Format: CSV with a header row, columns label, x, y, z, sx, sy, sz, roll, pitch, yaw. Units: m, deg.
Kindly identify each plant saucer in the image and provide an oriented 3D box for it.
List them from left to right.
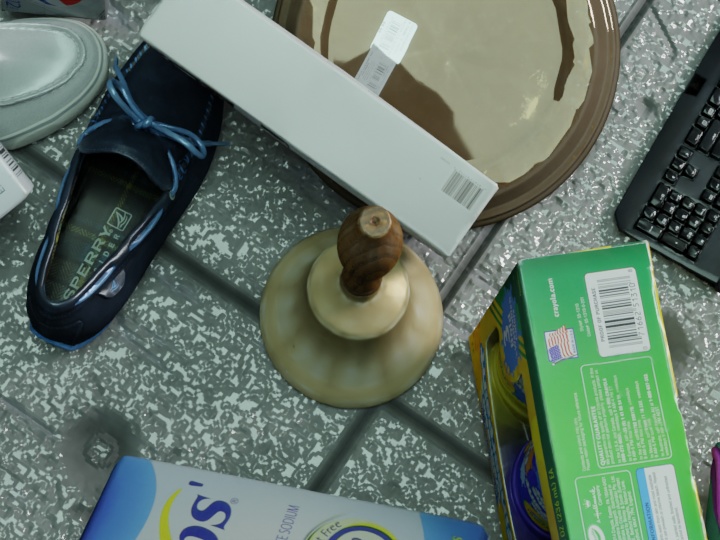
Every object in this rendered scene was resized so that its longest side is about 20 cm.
label,x,y,z,sx,sy,sz,roll,pitch,yaw
plant saucer,0.047,-0.122,1.187,0.198,0.029,0.202,0,94,1

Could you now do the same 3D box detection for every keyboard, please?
label,x,y,z,sx,sy,sz,roll,pitch,yaw
keyboard,0.235,-0.086,1.216,0.104,0.040,0.201,30,76,5

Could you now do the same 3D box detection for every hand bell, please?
label,x,y,z,sx,sy,sz,roll,pitch,yaw
hand bell,0.000,0.000,1.094,0.103,0.200,0.105,1,75,-3

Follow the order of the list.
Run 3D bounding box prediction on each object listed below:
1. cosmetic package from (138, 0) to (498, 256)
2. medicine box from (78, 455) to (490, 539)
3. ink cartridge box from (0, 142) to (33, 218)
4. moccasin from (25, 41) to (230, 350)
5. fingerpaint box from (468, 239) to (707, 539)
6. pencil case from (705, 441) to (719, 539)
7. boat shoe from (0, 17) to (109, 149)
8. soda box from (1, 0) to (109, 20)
label,x,y,z,sx,sy,sz,roll,pitch,yaw
cosmetic package,-0.021,-0.085,1.136,0.199,0.083,0.051,35,96,-1
medicine box,-0.052,0.204,1.033,0.198,0.103,0.183,10,44,11
ink cartridge box,-0.310,-0.059,1.120,0.200,0.043,0.197,-38,100,0
moccasin,-0.122,-0.051,1.167,0.080,0.068,0.201,18,73,1
fingerpaint box,0.115,0.106,1.091,0.073,0.167,0.202,-8,77,-8
pencil case,0.279,0.146,1.134,0.198,0.085,0.093,5,59,-2
boat shoe,-0.238,-0.105,1.174,0.198,0.069,0.073,-8,76,-6
soda box,-0.164,-0.248,1.210,0.063,0.068,0.202,6,70,-2
